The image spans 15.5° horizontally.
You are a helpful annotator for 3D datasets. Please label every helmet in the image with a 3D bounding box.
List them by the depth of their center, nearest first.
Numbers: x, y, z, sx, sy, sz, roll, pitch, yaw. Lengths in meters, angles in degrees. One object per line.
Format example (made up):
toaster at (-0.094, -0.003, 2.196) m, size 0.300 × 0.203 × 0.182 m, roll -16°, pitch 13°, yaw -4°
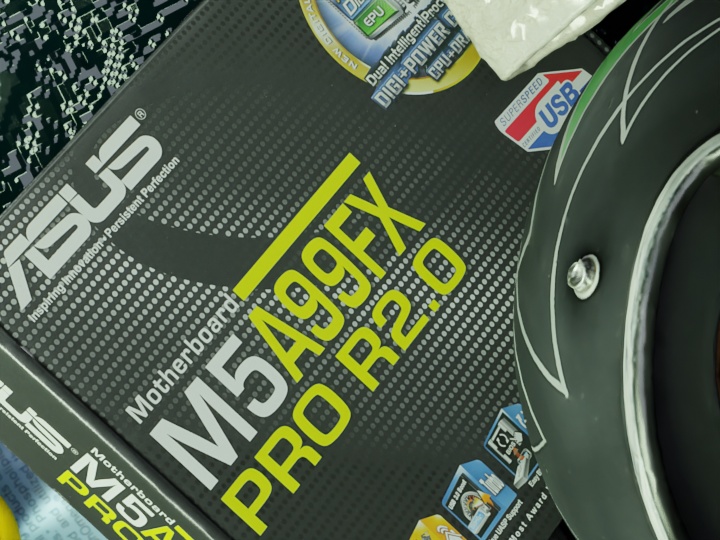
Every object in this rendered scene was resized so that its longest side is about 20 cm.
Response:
helmet at (0.133, 0.003, 0.635) m, size 0.190 × 0.200 × 0.201 m, roll -21°, pitch 91°, yaw 29°

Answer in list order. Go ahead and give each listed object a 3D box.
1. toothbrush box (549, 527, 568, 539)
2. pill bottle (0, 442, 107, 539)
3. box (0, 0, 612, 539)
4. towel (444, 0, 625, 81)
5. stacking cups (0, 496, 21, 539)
toothbrush box at (0.000, 0.167, 0.777) m, size 0.200 × 0.085 × 0.147 m, roll -35°, pitch 91°, yaw 5°
pill bottle at (-0.103, 0.066, 0.767) m, size 0.200 × 0.109 × 0.109 m, roll -34°, pitch 90°, yaw 3°
box at (0.000, 0.000, 0.702) m, size 0.160 × 0.044 × 0.200 m, roll 44°, pitch 57°, yaw -6°
towel at (0.069, -0.156, 0.648) m, size 0.200 × 0.034 × 0.133 m, roll -39°, pitch 81°, yaw 30°
stacking cups at (-0.130, 0.140, 0.707) m, size 0.060 × 0.061 × 0.200 m, roll 15°, pitch 128°, yaw 2°
